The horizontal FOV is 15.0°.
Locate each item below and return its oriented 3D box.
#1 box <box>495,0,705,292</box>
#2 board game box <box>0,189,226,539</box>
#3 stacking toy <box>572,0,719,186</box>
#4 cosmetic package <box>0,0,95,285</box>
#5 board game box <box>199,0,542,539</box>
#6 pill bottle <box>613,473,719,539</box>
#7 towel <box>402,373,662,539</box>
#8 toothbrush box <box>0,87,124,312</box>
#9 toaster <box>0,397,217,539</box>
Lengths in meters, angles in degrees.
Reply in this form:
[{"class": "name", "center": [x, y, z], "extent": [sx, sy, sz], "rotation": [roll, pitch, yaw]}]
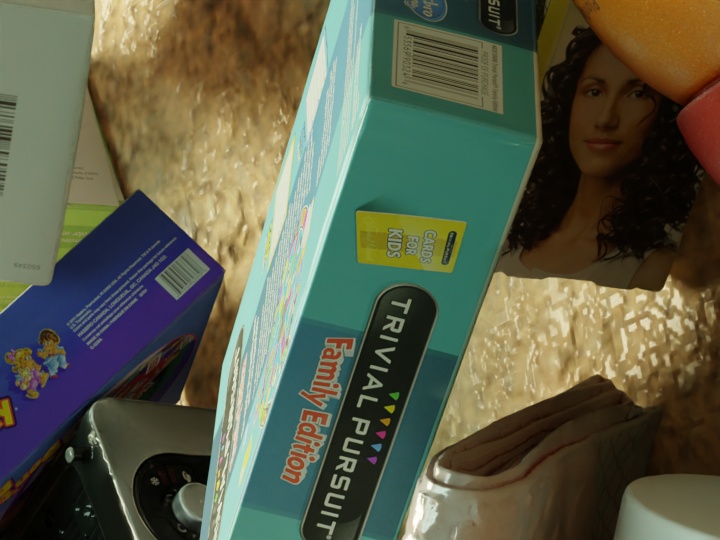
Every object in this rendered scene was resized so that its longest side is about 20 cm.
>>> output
[{"class": "box", "center": [0.083, -0.095, 0.819], "extent": [0.050, 0.075, 0.201], "rotation": [44, 123, 53]}, {"class": "board game box", "center": [-0.140, 0.074, 0.982], "extent": [0.045, 0.200, 0.135], "rotation": [42, 156, 8]}, {"class": "stacking toy", "center": [0.146, -0.032, 0.718], "extent": [0.146, 0.146, 0.201], "rotation": [-27, 85, 49]}, {"class": "cosmetic package", "center": [-0.141, -0.090, 0.991], "extent": [0.200, 0.084, 0.108], "rotation": [-103, 22, -62]}, {"class": "board game box", "center": [0.000, 0.000, 0.772], "extent": [0.151, 0.047, 0.201], "rotation": [-86, 12, -55]}, {"class": "pill bottle", "center": [0.095, 0.164, 0.755], "extent": [0.111, 0.111, 0.201], "rotation": [21, 105, 52]}, {"class": "towel", "center": [0.036, 0.139, 0.792], "extent": [0.032, 0.191, 0.201], "rotation": [14, 101, 19]}, {"class": "toothbrush box", "center": [-0.211, -0.005, 1.151], "extent": [0.200, 0.145, 0.086], "rotation": [-50, 50, 40]}, {"class": "toaster", "center": [-0.066, 0.173, 0.966], "extent": [0.200, 0.118, 0.181], "rotation": [-54, 47, 36]}]
